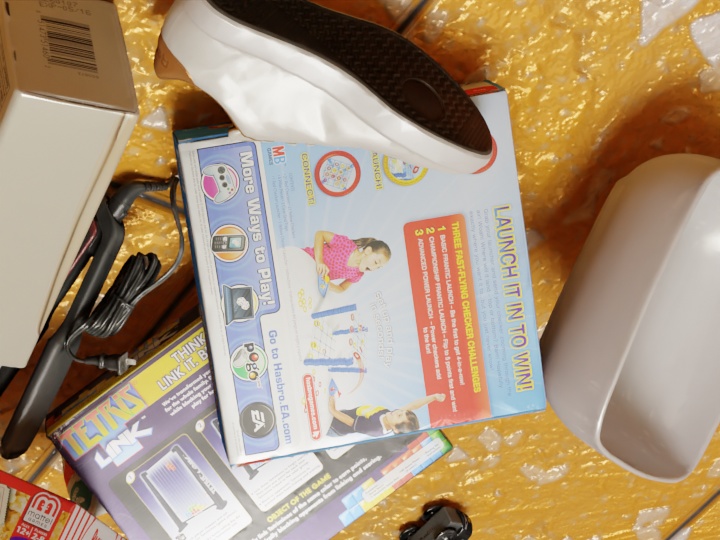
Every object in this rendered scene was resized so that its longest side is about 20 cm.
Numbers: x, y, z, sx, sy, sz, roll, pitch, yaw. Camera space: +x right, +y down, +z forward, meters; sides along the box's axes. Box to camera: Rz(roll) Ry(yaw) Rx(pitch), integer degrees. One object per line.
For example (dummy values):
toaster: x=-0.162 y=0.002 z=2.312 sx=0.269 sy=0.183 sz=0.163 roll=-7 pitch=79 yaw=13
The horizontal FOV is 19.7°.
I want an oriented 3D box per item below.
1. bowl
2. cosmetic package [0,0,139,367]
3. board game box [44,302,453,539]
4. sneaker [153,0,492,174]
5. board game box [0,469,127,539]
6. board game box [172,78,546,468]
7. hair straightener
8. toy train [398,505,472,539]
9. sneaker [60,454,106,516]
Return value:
bowl: x=0.189 y=0.025 z=1.310 sx=0.200 sy=0.075 sz=0.200 roll=26 pitch=89 yaw=-58
cosmetic package: x=-0.196 y=-0.051 z=1.164 sx=0.073 sy=0.104 sz=0.200 roll=9 pitch=132 yaw=-25
board game box: x=-0.070 y=0.102 z=1.302 sx=0.200 sy=0.057 sz=0.165 roll=-36 pitch=102 yaw=-1
sneaker: x=-0.023 y=-0.098 z=1.165 sx=0.200 sy=0.073 sz=0.085 roll=27 pitch=130 yaw=-17
board game box: x=-0.250 y=0.137 z=1.259 sx=0.200 sy=0.046 sz=0.152 roll=21 pitch=167 yaw=13
board game box: x=0.000 y=0.000 z=1.236 sx=0.196 sy=0.056 sz=0.200 roll=-9 pitch=102 yaw=-7
hair straightener: x=-0.160 y=0.031 z=1.247 sx=0.200 sy=0.077 sz=0.041 roll=-55 pitch=166 yaw=-1
toy train: x=0.015 y=0.245 z=1.573 sx=0.046 sy=0.034 sz=0.200 roll=17 pitch=127 yaw=-43
sneaker: x=-0.102 y=0.136 z=1.384 sx=0.200 sy=0.093 sz=0.070 roll=0 pitch=134 yaw=-16
